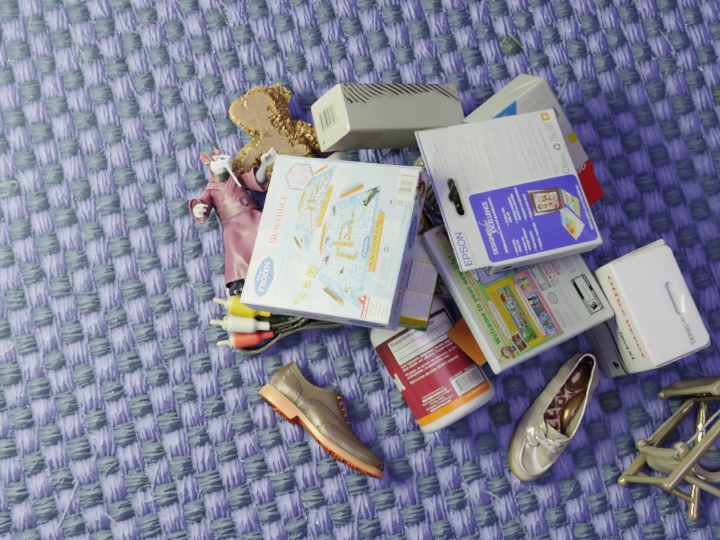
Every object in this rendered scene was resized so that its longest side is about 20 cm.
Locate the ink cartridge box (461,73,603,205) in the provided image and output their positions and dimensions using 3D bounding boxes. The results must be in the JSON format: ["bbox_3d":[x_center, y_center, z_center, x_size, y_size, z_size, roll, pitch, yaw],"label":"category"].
[{"bbox_3d":[0.242,-0.157,1.459,0.116,0.067,0.200,-38,115,-9],"label":"ink cartridge box"}]

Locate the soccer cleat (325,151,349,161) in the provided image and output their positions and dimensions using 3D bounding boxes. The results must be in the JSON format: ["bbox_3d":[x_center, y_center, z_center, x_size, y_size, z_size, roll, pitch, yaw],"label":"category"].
[{"bbox_3d":[-0.010,-0.067,1.433,0.068,0.085,0.201,-12,117,14],"label":"soccer cleat"}]

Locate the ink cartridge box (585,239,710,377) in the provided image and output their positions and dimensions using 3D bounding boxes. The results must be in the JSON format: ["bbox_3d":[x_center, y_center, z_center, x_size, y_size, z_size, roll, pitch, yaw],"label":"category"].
[{"bbox_3d":[0.361,0.056,1.389,0.084,0.200,0.147,-22,83,-8],"label":"ink cartridge box"}]

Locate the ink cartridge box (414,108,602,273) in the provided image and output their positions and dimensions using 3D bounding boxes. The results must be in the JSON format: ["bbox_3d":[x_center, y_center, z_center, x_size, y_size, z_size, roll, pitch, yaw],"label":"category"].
[{"bbox_3d":[0.183,-0.100,1.336,0.199,0.043,0.199,-11,72,-16],"label":"ink cartridge box"}]

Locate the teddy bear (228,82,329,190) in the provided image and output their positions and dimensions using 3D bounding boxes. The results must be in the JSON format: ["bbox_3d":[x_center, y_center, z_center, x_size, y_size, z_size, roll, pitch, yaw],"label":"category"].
[{"bbox_3d":[-0.108,-0.158,1.467,0.200,0.067,0.145,44,90,-3],"label":"teddy bear"}]

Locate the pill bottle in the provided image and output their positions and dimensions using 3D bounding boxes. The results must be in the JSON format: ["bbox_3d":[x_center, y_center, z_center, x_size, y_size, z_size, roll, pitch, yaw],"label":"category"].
[{"bbox_3d":[0.085,0.107,1.406,0.113,0.113,0.201,-29,83,-8],"label":"pill bottle"}]

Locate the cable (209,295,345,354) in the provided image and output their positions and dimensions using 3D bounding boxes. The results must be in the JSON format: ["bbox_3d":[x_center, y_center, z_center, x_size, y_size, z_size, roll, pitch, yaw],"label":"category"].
[{"bbox_3d":[-0.098,0.076,1.404,0.199,0.050,0.098,1,118,4],"label":"cable"}]

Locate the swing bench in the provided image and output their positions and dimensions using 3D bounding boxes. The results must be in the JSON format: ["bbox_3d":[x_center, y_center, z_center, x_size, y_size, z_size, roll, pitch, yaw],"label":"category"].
[{"bbox_3d":[0.457,0.218,1.370,0.129,0.199,0.201,26,79,1],"label":"swing bench"}]

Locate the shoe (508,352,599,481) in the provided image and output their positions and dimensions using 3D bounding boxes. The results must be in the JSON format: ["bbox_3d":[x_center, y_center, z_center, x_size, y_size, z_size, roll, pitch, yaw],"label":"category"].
[{"bbox_3d":[0.265,0.196,1.433,0.070,0.053,0.200,31,80,1],"label":"shoe"}]

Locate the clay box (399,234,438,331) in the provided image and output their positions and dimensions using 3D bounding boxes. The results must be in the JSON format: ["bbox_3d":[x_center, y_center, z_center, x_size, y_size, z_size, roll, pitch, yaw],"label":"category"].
[{"bbox_3d":[0.000,0.000,1.353,0.199,0.048,0.115,12,70,5],"label":"clay box"}]

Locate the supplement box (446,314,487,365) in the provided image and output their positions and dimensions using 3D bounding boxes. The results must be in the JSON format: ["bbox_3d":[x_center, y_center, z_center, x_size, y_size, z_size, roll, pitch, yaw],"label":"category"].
[{"bbox_3d":[0.197,0.037,1.402,0.067,0.069,0.200,42,49,4],"label":"supplement box"}]

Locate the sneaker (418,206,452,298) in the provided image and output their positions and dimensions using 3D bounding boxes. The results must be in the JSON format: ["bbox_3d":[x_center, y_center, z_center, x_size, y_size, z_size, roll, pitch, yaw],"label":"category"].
[{"bbox_3d":[0.077,-0.040,1.444,0.200,0.082,0.078,45,80,3],"label":"sneaker"}]

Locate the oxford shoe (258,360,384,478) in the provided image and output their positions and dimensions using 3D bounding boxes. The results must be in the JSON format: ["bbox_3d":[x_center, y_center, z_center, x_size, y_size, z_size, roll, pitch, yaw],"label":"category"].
[{"bbox_3d":[-0.038,0.200,1.404,0.200,0.071,0.073,39,75,3],"label":"oxford shoe"}]

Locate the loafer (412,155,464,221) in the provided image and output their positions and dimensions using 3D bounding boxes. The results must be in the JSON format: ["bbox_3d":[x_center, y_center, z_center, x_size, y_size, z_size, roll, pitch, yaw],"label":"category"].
[{"bbox_3d":[0.157,-0.091,1.428,0.200,0.070,0.075,35,114,4],"label":"loafer"}]

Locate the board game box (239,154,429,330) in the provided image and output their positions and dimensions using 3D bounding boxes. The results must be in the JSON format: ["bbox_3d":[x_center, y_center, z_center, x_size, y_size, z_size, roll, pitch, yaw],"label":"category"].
[{"bbox_3d":[-0.032,-0.037,1.297,0.199,0.041,0.201,8,75,21],"label":"board game box"}]

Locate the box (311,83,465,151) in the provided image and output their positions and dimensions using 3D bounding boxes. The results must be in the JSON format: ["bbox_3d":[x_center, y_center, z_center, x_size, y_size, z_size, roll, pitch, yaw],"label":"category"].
[{"bbox_3d":[0.040,-0.209,1.429,0.199,0.082,0.069,-7,78,-35],"label":"box"}]

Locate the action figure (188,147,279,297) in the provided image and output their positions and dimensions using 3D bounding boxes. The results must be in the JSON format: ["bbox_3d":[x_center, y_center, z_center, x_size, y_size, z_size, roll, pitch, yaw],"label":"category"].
[{"bbox_3d":[-0.157,-0.077,1.415,0.133,0.149,0.201,-23,76,-11],"label":"action figure"}]

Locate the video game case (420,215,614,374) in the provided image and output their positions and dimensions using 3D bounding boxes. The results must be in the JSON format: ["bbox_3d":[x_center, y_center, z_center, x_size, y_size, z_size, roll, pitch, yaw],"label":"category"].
[{"bbox_3d":[0.199,0.007,1.334,0.181,0.022,0.201,-23,76,-20],"label":"video game case"}]
